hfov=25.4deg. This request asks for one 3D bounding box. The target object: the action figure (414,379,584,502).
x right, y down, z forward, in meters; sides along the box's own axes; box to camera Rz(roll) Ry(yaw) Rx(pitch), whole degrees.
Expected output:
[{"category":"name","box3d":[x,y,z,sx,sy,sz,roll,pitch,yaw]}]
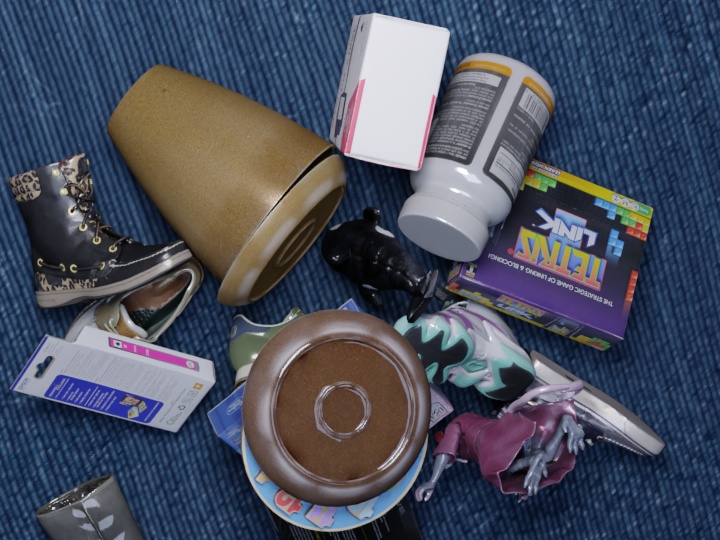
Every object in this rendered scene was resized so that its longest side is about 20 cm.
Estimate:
[{"category":"action figure","box3d":[0.139,0.185,1.746,0.133,0.200,0.150,0,93,-34]}]

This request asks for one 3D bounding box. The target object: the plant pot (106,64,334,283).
[{"category":"plant pot","box3d":[-0.160,-0.119,1.677,0.200,0.186,0.187,39,92,4]}]

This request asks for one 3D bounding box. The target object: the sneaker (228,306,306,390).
[{"category":"sneaker","box3d":[-0.053,0.079,1.762,0.199,0.067,0.090,-4,63,-27]}]

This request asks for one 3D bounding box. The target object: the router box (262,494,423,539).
[{"category":"router box","box3d":[-0.024,0.258,1.753,0.149,0.051,0.200,-25,133,-7]}]

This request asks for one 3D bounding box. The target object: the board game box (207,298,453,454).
[{"category":"board game box","box3d":[-0.029,0.153,1.731,0.200,0.043,0.199,-39,134,7]}]

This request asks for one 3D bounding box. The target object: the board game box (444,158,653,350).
[{"category":"board game box","box3d":[0.209,-0.025,1.758,0.199,0.057,0.166,21,67,-11]}]

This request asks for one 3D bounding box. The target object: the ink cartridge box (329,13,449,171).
[{"category":"ink cartridge box","box3d":[0.026,-0.189,1.667,0.084,0.200,0.145,11,97,-7]}]

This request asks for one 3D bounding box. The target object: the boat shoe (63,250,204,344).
[{"category":"boat shoe","box3d":[-0.254,0.053,1.729,0.200,0.068,0.075,-45,105,2]}]

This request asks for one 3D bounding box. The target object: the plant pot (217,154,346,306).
[{"category":"plant pot","box3d":[-0.075,-0.035,1.676,0.027,0.200,0.200,39,92,6]}]

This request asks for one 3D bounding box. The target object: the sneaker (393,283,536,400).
[{"category":"sneaker","box3d":[0.095,0.059,1.750,0.200,0.140,0.078,27,119,-40]}]

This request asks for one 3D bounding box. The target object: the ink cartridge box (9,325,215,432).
[{"category":"ink cartridge box","box3d":[-0.263,0.113,1.705,0.199,0.037,0.095,17,130,-30]}]

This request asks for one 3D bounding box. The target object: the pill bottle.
[{"category":"pill bottle","box3d":[0.120,-0.118,1.677,0.116,0.116,0.201,30,70,-11]}]

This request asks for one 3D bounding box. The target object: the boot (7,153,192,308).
[{"category":"boot","box3d":[-0.280,-0.048,1.679,0.199,0.073,0.151,-13,97,33]}]

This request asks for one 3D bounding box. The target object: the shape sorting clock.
[{"category":"shape sorting clock","box3d":[-0.025,0.172,1.647,0.199,0.039,0.201,-3,102,-13]}]

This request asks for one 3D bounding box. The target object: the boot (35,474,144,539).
[{"category":"boot","box3d":[-0.241,0.317,1.779,0.181,0.073,0.201,-23,94,-6]}]

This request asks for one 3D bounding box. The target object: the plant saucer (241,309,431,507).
[{"category":"plant saucer","box3d":[-0.019,0.140,1.612,0.199,0.032,0.201,0,89,-16]}]

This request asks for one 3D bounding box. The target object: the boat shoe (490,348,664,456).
[{"category":"boat shoe","box3d":[0.243,0.177,1.825,0.200,0.075,0.093,33,100,-4]}]

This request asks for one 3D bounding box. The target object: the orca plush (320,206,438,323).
[{"category":"orca plush","box3d":[0.000,0.000,1.687,0.071,0.200,0.106,-7,125,-28]}]
